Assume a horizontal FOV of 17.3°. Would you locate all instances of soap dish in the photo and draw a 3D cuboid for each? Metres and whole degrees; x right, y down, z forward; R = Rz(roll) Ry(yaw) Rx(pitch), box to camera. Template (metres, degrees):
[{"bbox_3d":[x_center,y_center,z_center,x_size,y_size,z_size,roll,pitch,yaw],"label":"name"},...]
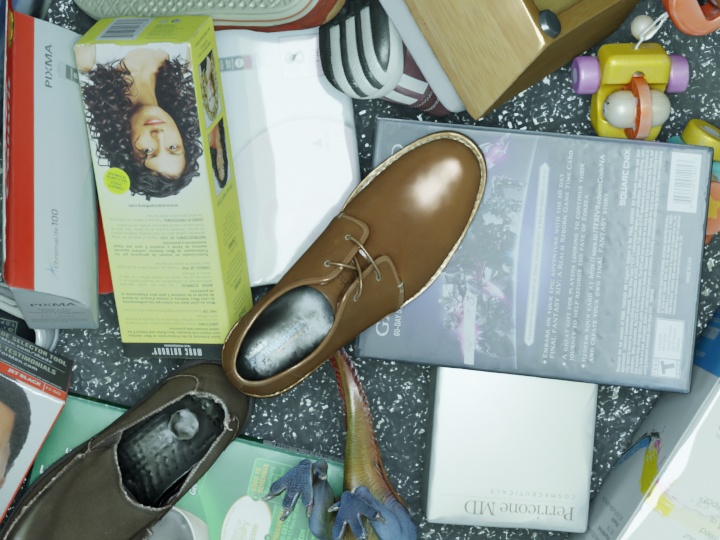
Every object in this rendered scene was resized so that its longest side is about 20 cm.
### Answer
[{"bbox_3d":[0.084,-0.190,1.370,0.081,0.200,0.158,-28,94,36],"label":"soap dish"}]

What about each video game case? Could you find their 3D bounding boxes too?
[{"bbox_3d":[0.101,-0.010,1.386,0.198,0.019,0.144,6,93,11],"label":"video game case"}]

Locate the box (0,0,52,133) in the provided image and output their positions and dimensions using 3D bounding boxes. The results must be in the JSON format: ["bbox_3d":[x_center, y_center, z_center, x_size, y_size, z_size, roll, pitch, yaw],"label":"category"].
[{"bbox_3d":[-0.255,-0.159,1.359,0.122,0.200,0.200,21,92,2],"label":"box"}]

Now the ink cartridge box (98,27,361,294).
[{"bbox_3d":[-0.101,-0.069,1.446,0.198,0.057,0.164,-7,93,-5],"label":"ink cartridge box"}]

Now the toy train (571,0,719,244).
[{"bbox_3d":[0.212,-0.100,1.404,0.149,0.056,0.201,-24,121,3],"label":"toy train"}]

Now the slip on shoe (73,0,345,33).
[{"bbox_3d":[-0.093,-0.171,1.405,0.199,0.061,0.075,7,83,34],"label":"slip on shoe"}]

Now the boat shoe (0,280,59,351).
[{"bbox_3d":[-0.283,0.022,1.437,0.198,0.065,0.074,4,93,-1],"label":"boat shoe"}]

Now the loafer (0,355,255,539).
[{"bbox_3d":[-0.146,0.127,1.397,0.073,0.071,0.200,42,91,-2],"label":"loafer"}]

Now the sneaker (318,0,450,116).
[{"bbox_3d":[0.027,-0.180,1.438,0.075,0.115,0.201,-21,60,40],"label":"sneaker"}]

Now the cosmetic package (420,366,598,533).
[{"bbox_3d":[0.094,0.053,1.442,0.101,0.071,0.202,3,93,-1],"label":"cosmetic package"}]

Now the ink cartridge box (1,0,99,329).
[{"bbox_3d":[-0.174,-0.062,1.334,0.047,0.200,0.161,0,79,-4],"label":"ink cartridge box"}]

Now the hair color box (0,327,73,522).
[{"bbox_3d":[-0.260,0.125,1.412,0.101,0.061,0.201,26,109,-11],"label":"hair color box"}]

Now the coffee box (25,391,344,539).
[{"bbox_3d":[-0.109,0.153,1.457,0.198,0.044,0.124,13,92,-2],"label":"coffee box"}]

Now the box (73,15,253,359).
[{"bbox_3d":[-0.113,-0.047,1.387,0.075,0.050,0.201,-1,115,16],"label":"box"}]

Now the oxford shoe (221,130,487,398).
[{"bbox_3d":[0.000,0.000,1.357,0.071,0.071,0.200,43,90,0],"label":"oxford shoe"}]

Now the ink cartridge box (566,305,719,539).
[{"bbox_3d":[0.230,0.145,1.411,0.147,0.145,0.201,33,92,-3],"label":"ink cartridge box"}]

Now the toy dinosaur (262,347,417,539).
[{"bbox_3d":[0.029,0.172,1.419,0.104,0.181,0.201,8,71,35],"label":"toy dinosaur"}]
